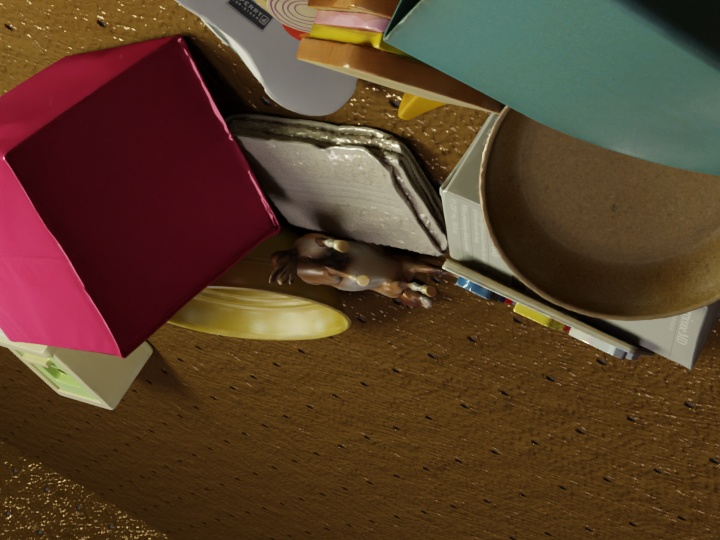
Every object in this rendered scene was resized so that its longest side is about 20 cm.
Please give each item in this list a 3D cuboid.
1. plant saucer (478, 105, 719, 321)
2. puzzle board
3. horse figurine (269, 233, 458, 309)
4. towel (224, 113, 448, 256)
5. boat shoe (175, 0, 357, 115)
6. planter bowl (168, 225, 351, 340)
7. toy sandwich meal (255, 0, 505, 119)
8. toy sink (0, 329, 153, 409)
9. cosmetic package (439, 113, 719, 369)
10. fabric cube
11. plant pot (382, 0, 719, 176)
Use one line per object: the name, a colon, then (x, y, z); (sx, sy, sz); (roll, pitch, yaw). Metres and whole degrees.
plant saucer: (0.171, -0.061, 0.865); (0.199, 0.036, 0.201); (1, 122, 2)
puzzle board: (0.150, 0.035, 1.095); (0.150, 0.017, 0.200); (26, -176, 16)
horse figurine: (0.000, 0.000, 1.228); (0.199, 0.050, 0.132); (10, 178, -29)
towel: (-0.019, -0.072, 1.193); (0.199, 0.035, 0.133); (11, 148, 41)
boat shoe: (-0.078, -0.185, 1.010); (0.200, 0.072, 0.068); (34, -164, -40)
planter bowl: (-0.104, 0.004, 1.347); (0.199, 0.084, 0.200); (5, 165, 1)
toy sandwich meal: (0.018, -0.137, 0.886); (0.204, 0.071, 0.205); (14, 177, 1)
toy sink: (-0.397, 0.081, 1.871); (0.130, 0.112, 0.200); (9, 147, 43)
cosmetic package: (0.164, -0.023, 0.989); (0.199, 0.090, 0.107); (27, 159, 21)
fabric cube: (-0.228, -0.063, 1.213); (0.199, 0.196, 0.201); (2, 125, 49)
plant pot: (0.146, -0.145, 0.718); (0.199, 0.142, 0.141); (30, 158, -12)
